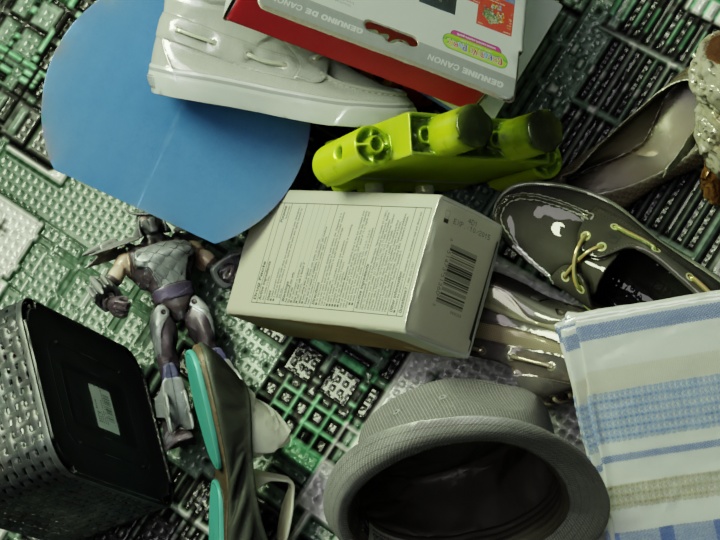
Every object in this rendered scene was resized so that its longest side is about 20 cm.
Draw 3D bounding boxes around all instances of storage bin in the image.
[{"bbox_3d":[-0.230,0.116,1.387,0.093,0.200,0.136,-23,68,13],"label":"storage bin"}]

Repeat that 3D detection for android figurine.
[{"bbox_3d":[0.052,-0.082,1.361,0.200,0.181,0.041,-16,76,55],"label":"android figurine"}]

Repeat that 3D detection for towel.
[{"bbox_3d":[0.224,0.114,1.280,0.146,0.024,0.201,-11,99,16],"label":"towel"}]

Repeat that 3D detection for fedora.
[{"bbox_3d":[0.072,0.137,1.316,0.199,0.177,0.091,-22,40,21],"label":"fedora"}]

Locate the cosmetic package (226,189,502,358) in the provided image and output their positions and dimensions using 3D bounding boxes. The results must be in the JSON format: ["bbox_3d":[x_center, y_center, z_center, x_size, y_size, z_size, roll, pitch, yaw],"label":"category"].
[{"bbox_3d":[0.000,0.000,1.366,0.199,0.071,0.106,6,77,48],"label":"cosmetic package"}]

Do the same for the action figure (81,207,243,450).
[{"bbox_3d":[-0.139,0.033,1.444,0.129,0.069,0.201,-16,78,-11],"label":"action figure"}]

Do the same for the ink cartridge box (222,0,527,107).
[{"bbox_3d":[0.013,-0.197,1.314,0.199,0.084,0.176,19,56,-16],"label":"ink cartridge box"}]

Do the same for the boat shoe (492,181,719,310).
[{"bbox_3d":[0.180,-0.003,1.324,0.201,0.061,0.072,29,106,11],"label":"boat shoe"}]

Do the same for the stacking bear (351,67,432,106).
[{"bbox_3d":[-0.038,-0.171,1.453,0.199,0.114,0.122,8,107,10],"label":"stacking bear"}]

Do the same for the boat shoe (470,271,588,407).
[{"bbox_3d":[0.141,0.060,1.350,0.199,0.074,0.074,24,102,25],"label":"boat shoe"}]

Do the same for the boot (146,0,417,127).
[{"bbox_3d":[-0.050,-0.160,1.352,0.199,0.074,0.096,9,98,-10],"label":"boot"}]

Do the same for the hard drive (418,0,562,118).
[{"bbox_3d":[0.039,-0.204,1.409,0.199,0.025,0.132,32,57,1],"label":"hard drive"}]

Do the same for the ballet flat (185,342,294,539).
[{"bbox_3d":[-0.085,0.144,1.374,0.068,0.068,0.201,-9,108,-16],"label":"ballet flat"}]

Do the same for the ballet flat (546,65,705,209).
[{"bbox_3d":[0.210,-0.093,1.373,0.200,0.046,0.068,-36,67,7],"label":"ballet flat"}]

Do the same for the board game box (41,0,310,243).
[{"bbox_3d":[-0.137,-0.120,1.398,0.199,0.039,0.159,25,89,-11],"label":"board game box"}]

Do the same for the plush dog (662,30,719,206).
[{"bbox_3d":[0.322,-0.080,1.281,0.171,0.200,0.161,34,125,31],"label":"plush dog"}]
